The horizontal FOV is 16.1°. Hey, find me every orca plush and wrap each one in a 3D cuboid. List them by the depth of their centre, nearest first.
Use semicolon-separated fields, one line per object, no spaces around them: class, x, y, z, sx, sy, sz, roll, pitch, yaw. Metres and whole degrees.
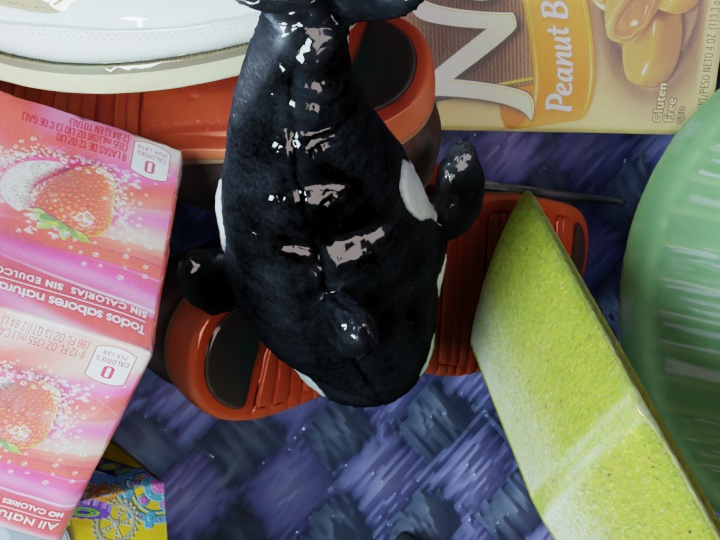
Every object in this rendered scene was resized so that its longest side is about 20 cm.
orca plush;0.003;-0.009;0.803;0.105;0.071;0.200;-9;140;-19

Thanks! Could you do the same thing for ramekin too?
ramekin;0.209;0.014;0.989;0.200;0.098;0.200;-4;99;-27

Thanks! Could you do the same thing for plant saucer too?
plant saucer;0.100;0.092;0.881;0.048;0.200;0.200;-30;111;4

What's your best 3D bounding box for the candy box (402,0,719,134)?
candy box;0.046;-0.113;0.963;0.200;0.055;0.116;-1;104;-30

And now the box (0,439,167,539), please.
box;-0.173;0.165;0.881;0.193;0.122;0.200;-11;110;-26

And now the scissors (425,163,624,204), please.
scissors;0.025;-0.033;0.995;0.200;0.073;0.014;9;65;-53

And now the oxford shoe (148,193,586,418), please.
oxford shoe;0.000;0.000;0.955;0.200;0.073;0.071;-9;115;-38

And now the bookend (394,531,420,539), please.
bookend;0.044;0.249;1.048;0.200;0.092;0.199;41;83;-31

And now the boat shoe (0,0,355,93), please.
boat shoe;-0.100;-0.101;0.813;0.200;0.075;0.068;1;115;16

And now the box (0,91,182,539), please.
box;-0.168;-0.003;0.794;0.200;0.095;0.103;18;133;-13

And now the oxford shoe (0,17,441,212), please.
oxford shoe;-0.071;-0.044;0.873;0.073;0.200;0.071;76;19;-55
